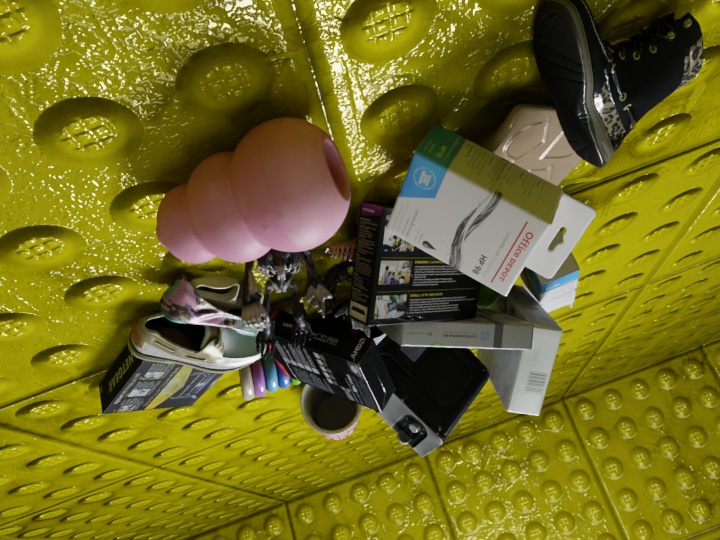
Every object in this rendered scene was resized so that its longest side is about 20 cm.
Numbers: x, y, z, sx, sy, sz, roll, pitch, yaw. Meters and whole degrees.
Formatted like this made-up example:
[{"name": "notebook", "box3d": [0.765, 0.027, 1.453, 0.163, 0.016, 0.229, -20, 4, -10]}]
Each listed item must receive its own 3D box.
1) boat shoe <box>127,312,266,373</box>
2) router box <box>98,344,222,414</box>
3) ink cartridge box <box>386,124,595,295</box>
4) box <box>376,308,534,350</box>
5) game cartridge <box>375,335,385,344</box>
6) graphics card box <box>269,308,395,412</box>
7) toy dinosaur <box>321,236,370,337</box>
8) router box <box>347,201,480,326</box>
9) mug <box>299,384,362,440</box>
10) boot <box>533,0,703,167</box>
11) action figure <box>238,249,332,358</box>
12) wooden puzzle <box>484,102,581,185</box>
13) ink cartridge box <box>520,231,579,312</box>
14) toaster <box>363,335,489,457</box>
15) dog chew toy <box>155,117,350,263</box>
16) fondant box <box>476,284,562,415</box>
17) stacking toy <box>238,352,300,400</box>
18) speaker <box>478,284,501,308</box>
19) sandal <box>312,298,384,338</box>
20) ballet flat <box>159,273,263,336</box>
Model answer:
[{"name": "boat shoe", "box3d": [-0.219, 0.098, 0.883, 0.197, 0.076, 0.068, 5, 153, -30]}, {"name": "router box", "box3d": [-0.301, 0.158, 0.987, 0.155, 0.053, 0.200, 4, 146, -40]}, {"name": "ink cartridge box", "box3d": [0.140, -0.056, 0.694, 0.067, 0.198, 0.117, -53, 169, -44]}, {"name": "box", "box3d": [0.135, 0.083, 0.946, 0.196, 0.042, 0.156, 4, -176, -13]}, {"name": "game cartridge", "box3d": [-0.001, 0.113, 1.152, 0.128, 0.039, 0.199, 14, 138, -45]}, {"name": "graphics card box", "box3d": [-0.053, 0.134, 0.952, 0.051, 0.197, 0.127, -52, 138, -30]}, {"name": "toy dinosaur", "box3d": [0.000, 0.000, 0.874, 0.199, 0.102, 0.137, 34, 93, -40]}, {"name": "router box", "box3d": [0.083, -0.009, 0.840, 0.197, 0.152, 0.051, 0, -167, -37]}, {"name": "mug", "box3d": [-0.038, 0.303, 1.396, 0.174, 0.136, 0.201, -15, 158, -6]}, {"name": "boot", "box3d": [0.264, -0.223, 0.636, 0.153, 0.074, 0.204, -39, 133, -1]}, {"name": "action figure", "box3d": [-0.095, 0.026, 0.785, 0.116, 0.103, 0.202, -11, 138, -12]}, {"name": "wooden puzzle", "box3d": [0.204, -0.144, 0.778, 0.197, 0.047, 0.186, -12, 155, -30]}, {"name": "ink cartridge box", "box3d": [0.304, -0.003, 1.047, 0.066, 0.118, 0.200, -23, 155, 6]}, {"name": "toaster", "box3d": [0.099, 0.177, 1.054, 0.200, 0.180, 0.119, -42, 170, -37]}, {"name": "dog chew toy", "box3d": [-0.111, -0.065, 0.611, 0.197, 0.127, 0.124, -18, 157, 16]}, {"name": "fondant box", "box3d": [0.253, 0.119, 1.029, 0.057, 0.200, 0.147, 8, 107, -7]}, {"name": "stacking toy", "box3d": [-0.111, 0.164, 1.087, 0.196, 0.087, 0.086, -9, 154, -12]}, {"name": "speaker", "box3d": [0.202, -0.009, 0.994, 0.087, 0.090, 0.201, -13, 155, -14]}, {"name": "sandal", "box3d": [-0.021, 0.082, 1.030, 0.197, 0.076, 0.045, -22, 147, 10]}, {"name": "ballet flat", "box3d": [-0.176, 0.044, 0.850, 0.071, 0.069, 0.199, -50, 146, 15]}]
